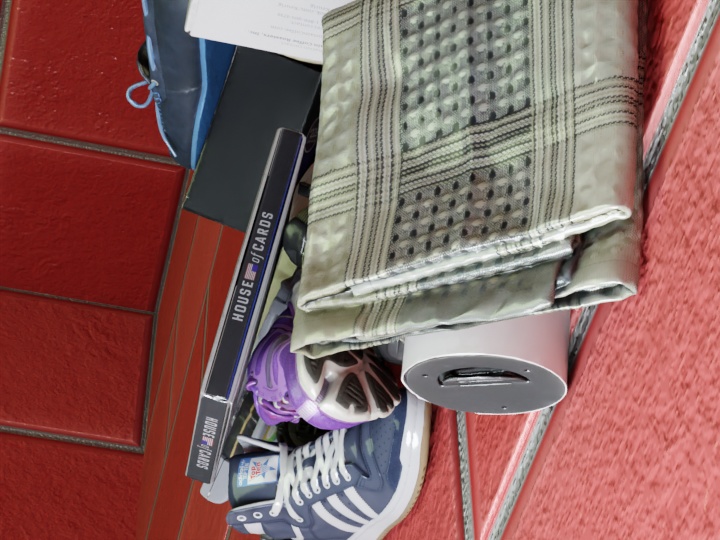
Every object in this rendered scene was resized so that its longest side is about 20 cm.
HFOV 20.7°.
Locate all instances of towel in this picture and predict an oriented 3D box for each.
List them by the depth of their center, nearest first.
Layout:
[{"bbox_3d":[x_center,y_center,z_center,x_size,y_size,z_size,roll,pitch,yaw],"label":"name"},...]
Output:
[{"bbox_3d":[0.048,-0.064,0.927,0.192,0.035,0.201,-12,61,33],"label":"towel"}]

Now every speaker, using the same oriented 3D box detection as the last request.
[{"bbox_3d":[0.067,-0.033,0.974,0.081,0.081,0.201,119,159,-64],"label":"speaker"}]

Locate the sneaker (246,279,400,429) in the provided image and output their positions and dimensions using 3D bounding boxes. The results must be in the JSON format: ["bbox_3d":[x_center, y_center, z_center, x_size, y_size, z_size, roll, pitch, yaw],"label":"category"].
[{"bbox_3d":[-0.031,0.070,1.233,0.083,0.081,0.200,-48,9,3],"label":"sneaker"}]

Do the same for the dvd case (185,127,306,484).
[{"bbox_3d":[-0.077,0.026,1.324,0.150,0.025,0.201,108,178,-63],"label":"dvd case"}]

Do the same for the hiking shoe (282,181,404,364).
[{"bbox_3d":[0.000,0.000,1.265,0.200,0.100,0.076,-93,5,-63],"label":"hiking shoe"}]

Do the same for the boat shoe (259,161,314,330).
[{"bbox_3d":[-0.020,-0.021,1.529,0.063,0.073,0.201,-1,-59,-62],"label":"boat shoe"}]

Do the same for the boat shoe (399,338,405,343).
[{"bbox_3d":[0.044,-0.028,1.168,0.066,0.071,0.202,95,178,-50],"label":"boat shoe"}]

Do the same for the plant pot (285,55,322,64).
[{"bbox_3d":[-0.009,-0.272,1.440,0.184,0.199,0.201,-72,-4,-66],"label":"plant pot"}]

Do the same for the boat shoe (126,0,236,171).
[{"bbox_3d":[-0.134,-0.164,1.493,0.084,0.068,0.201,-58,-18,-44],"label":"boat shoe"}]

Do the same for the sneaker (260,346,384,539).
[{"bbox_3d":[-0.029,0.124,1.444,0.091,0.076,0.201,-77,4,-67],"label":"sneaker"}]

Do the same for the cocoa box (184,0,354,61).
[{"bbox_3d":[0.016,-0.198,1.082,0.134,0.199,0.132,112,166,-54],"label":"cocoa box"}]

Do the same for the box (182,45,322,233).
[{"bbox_3d":[-0.057,-0.113,1.582,0.200,0.079,0.142,-33,-38,-72],"label":"box"}]

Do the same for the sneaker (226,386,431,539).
[{"bbox_3d":[-0.025,0.126,1.274,0.200,0.108,0.070,118,162,-57],"label":"sneaker"}]

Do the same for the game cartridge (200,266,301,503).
[{"bbox_3d":[-0.045,0.072,1.465,0.133,0.040,0.201,-32,-30,-61],"label":"game cartridge"}]
